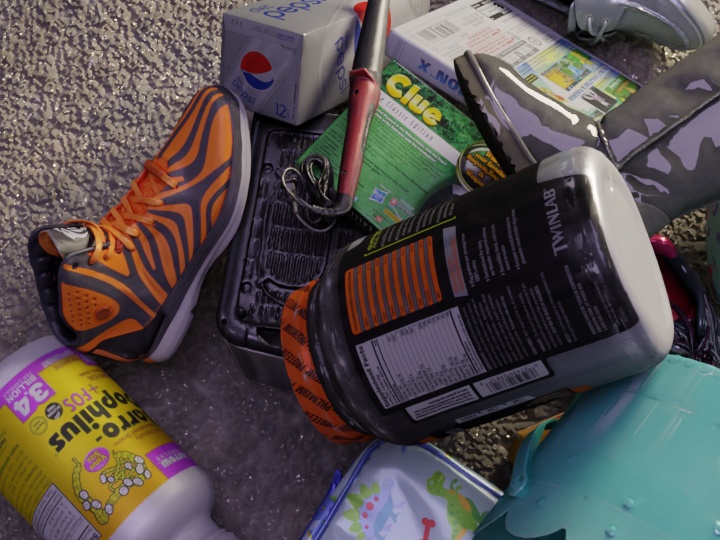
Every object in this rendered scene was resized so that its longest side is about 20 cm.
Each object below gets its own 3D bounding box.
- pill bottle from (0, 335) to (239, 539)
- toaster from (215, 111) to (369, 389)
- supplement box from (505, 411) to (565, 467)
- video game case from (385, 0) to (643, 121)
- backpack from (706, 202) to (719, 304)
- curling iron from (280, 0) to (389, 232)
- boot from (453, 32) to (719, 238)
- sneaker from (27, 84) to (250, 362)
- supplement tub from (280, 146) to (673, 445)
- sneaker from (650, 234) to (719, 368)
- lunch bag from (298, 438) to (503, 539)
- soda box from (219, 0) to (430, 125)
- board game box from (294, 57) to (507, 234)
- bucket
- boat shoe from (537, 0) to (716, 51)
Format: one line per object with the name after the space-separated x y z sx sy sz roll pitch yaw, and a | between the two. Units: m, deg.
-0.168 0.144 0.725 0.199 0.105 0.104 41 75 13 | pill bottle
0.000 0.000 0.769 0.177 0.119 0.204 7 70 3 | toaster
0.167 0.195 0.728 0.068 0.067 0.202 -22 72 -8 | supplement box
0.130 -0.142 0.807 0.181 0.022 0.200 34 31 11 | video game case
0.320 -0.030 0.751 0.148 0.178 0.204 -3 75 6 | backpack
-0.007 -0.119 0.712 0.049 0.026 0.203 16 69 2 | curling iron
0.179 -0.108 0.671 0.199 0.073 0.183 -36 86 5 | boot
-0.148 -0.032 0.713 0.077 0.111 0.203 32 106 46 | sneaker
0.061 0.022 0.605 0.197 0.122 0.125 -22 68 24 | supplement tub
0.230 0.070 0.769 0.080 0.075 0.202 -25 73 -9 | sneaker
0.024 0.219 0.710 0.159 0.083 0.202 31 73 9 | lunch bag
-0.020 -0.169 0.794 0.067 0.064 0.200 20 30 23 | soda box
0.063 -0.042 0.710 0.199 0.024 0.105 41 76 13 | board game box
0.173 0.154 0.605 0.206 0.208 0.135 34 67 11 | bucket
0.187 -0.221 0.882 0.199 0.070 0.072 34 84 15 | boat shoe
